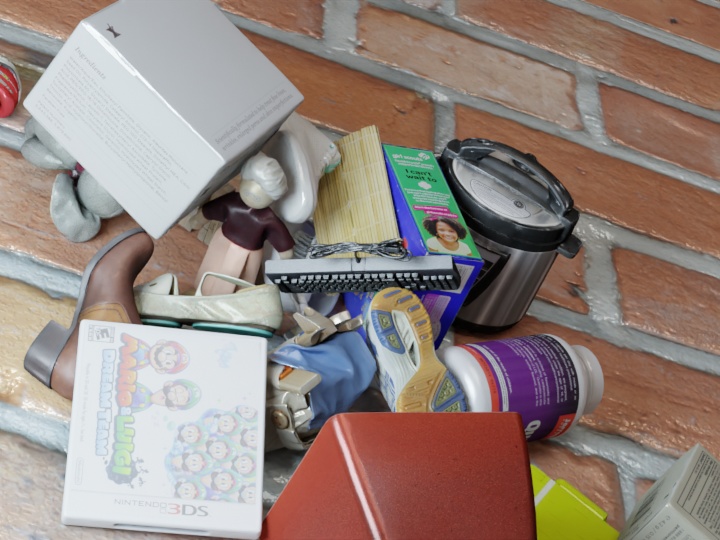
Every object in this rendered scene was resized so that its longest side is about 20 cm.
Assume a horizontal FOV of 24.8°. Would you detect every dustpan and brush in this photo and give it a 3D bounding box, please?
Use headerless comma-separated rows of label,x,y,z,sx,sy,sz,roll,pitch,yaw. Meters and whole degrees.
dustpan and brush,-0.066,0.024,1.781,0.140,0.057,0.202,43,53,-45

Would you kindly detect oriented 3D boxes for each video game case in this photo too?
video game case,-0.178,0.145,1.518,0.180,0.024,0.202,6,59,-10

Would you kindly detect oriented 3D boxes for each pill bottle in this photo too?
pill bottle,0.163,0.129,1.745,0.198,0.113,0.113,-5,43,-35

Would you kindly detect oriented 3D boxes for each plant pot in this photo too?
plant pot,0.048,0.255,1.449,0.198,0.201,0.178,2,50,-28

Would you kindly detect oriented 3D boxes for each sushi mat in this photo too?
sushi mat,-0.009,-0.069,1.788,0.012,0.095,0.202,47,25,-46

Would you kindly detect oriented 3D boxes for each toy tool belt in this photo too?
toy tool belt,-0.038,0.099,1.644,0.126,0.122,0.200,57,39,-1

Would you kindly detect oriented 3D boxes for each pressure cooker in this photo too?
pressure cooker,0.149,-0.053,1.903,0.174,0.201,0.179,8,37,-28

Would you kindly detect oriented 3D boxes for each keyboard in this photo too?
keyboard,0.000,0.000,1.662,0.197,0.127,0.021,-2,66,13

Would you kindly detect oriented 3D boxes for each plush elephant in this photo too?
plush elephant,-0.286,-0.125,1.801,0.200,0.163,0.156,-96,162,-86

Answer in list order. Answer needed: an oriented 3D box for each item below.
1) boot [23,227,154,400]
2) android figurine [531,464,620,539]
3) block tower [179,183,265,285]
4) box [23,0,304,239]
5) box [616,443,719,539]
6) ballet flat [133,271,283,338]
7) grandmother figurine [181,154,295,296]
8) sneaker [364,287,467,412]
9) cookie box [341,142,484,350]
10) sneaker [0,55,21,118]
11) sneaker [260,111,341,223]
boot,-0.197,0.072,1.589,0.199,0.069,0.189,29,60,13
android figurine,0.181,0.266,1.634,0.199,0.041,0.182,35,37,12
block tower,-0.164,-0.066,1.865,0.199,0.054,0.058,38,37,18
box,-0.198,-0.174,1.677,0.200,0.131,0.199,45,34,-1
box,0.360,0.293,1.610,0.200,0.109,0.128,42,34,4
ballet flat,-0.177,0.032,1.684,0.197,0.067,0.063,5,81,-5
grandmother figurine,-0.122,-0.034,1.715,0.120,0.201,0.061,19,34,-5
sneaker,0.056,0.120,1.679,0.074,0.088,0.202,-10,74,-15
cookie box,0.046,-0.014,1.817,0.074,0.172,0.201,8,37,-25
sneaker,-0.484,-0.221,1.869,0.198,0.077,0.085,8,42,-21
sneaker,-0.059,-0.119,1.785,0.088,0.076,0.201,14,33,-24
